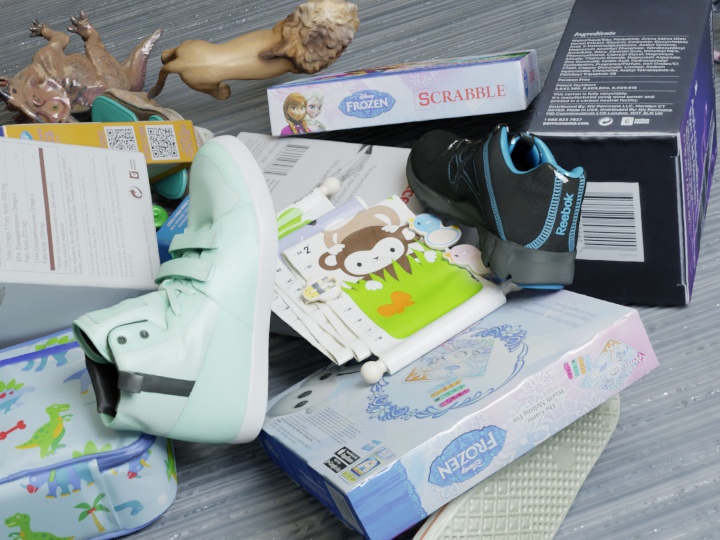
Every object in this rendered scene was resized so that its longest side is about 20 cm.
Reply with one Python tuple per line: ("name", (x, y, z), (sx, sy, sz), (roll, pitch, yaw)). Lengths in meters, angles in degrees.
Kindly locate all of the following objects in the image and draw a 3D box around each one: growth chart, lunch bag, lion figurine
("growth chart", (0.000, 0.000, 0.930), (0.145, 0.018, 0.200), (-38, 46, -23))
("lunch bag", (-0.229, 0.115, 0.938), (0.199, 0.083, 0.161), (-14, 34, -2))
("lion figurine", (-0.095, -0.183, 1.186), (0.200, 0.073, 0.122), (-22, 6, 1))

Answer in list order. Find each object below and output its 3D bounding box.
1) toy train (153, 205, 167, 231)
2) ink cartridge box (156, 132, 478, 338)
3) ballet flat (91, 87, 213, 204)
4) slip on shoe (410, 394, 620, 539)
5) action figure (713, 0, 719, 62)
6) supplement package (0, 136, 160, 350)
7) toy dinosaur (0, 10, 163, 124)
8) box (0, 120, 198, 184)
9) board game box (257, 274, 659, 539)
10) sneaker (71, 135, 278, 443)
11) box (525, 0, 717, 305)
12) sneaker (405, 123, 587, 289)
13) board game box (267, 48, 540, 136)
("toy train", (-0.222, 0.004, 1.096), (0.056, 0.042, 0.200), (34, 50, 4))
("ink cartridge box", (-0.030, -0.024, 1.049), (0.199, 0.084, 0.145), (8, 43, 27))
("ballet flat", (-0.170, -0.116, 1.234), (0.067, 0.068, 0.200), (-3, 30, -35))
("slip on shoe", (0.085, 0.128, 0.838), (0.061, 0.074, 0.200), (-5, 32, 46))
("action figure", (0.396, -0.200, 1.161), (0.199, 0.134, 0.149), (-4, -7, -7))
("supplement package", (-0.257, -0.016, 0.978), (0.200, 0.117, 0.118), (4, 61, -30))
("toy dinosaur", (-0.265, -0.174, 1.327), (0.200, 0.086, 0.136), (-16, 44, -30))
("box", (-0.241, -0.084, 1.101), (0.200, 0.042, 0.119), (-5, -9, -45))
("board game box", (0.048, 0.075, 0.861), (0.199, 0.043, 0.200), (-31, 16, -14))
("sneaker", (-0.119, 0.007, 0.876), (0.118, 0.201, 0.074), (5, -13, -33))
("box", (0.196, -0.093, 1.014), (0.104, 0.148, 0.200), (2, 40, 20))
("sneaker", (0.094, -0.061, 0.923), (0.073, 0.082, 0.200), (3, 23, -26))
("board game box", (0.043, -0.149, 1.154), (0.199, 0.041, 0.200), (-5, 10, 11))
